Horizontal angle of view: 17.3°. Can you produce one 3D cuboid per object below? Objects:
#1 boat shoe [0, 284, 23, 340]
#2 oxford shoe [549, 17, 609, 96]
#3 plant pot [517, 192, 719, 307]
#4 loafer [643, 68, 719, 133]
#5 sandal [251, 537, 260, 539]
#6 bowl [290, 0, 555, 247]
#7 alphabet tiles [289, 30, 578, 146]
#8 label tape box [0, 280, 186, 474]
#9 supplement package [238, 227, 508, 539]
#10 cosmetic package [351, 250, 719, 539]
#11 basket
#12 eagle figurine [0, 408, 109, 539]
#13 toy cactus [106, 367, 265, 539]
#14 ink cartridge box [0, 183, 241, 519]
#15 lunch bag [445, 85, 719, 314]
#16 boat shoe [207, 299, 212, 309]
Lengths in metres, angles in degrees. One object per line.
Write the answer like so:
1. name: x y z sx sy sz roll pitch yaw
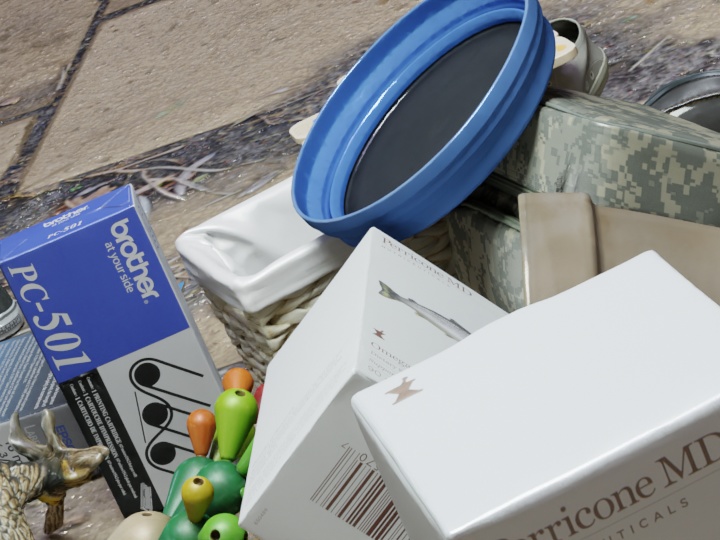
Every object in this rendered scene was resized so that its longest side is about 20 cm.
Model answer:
1. boat shoe: -0.351 0.022 1.952 0.199 0.057 0.069 2 33 45
2. oxford shoe: 0.123 -0.108 1.644 0.075 0.058 0.200 -16 32 32
3. plant pot: 0.173 0.055 1.253 0.173 0.201 0.200 -2 25 4
4. loafer: 0.205 -0.079 1.638 0.199 0.073 0.072 -24 24 25
5. sandal: -0.096 0.232 1.270 0.211 0.078 0.070 -36 57 -13
6. bowl: 0.040 -0.098 1.467 0.200 0.039 0.201 -38 27 23
7. alphabet tiles: 0.048 -0.127 1.643 0.195 0.015 0.200 -25 21 -5
8. label tape box: -0.212 0.092 1.659 0.199 0.063 0.144 -17 23 14
9. supplement package: 0.017 0.083 1.329 0.117 0.117 0.200 -54 11 20
10. cosmetic package: 0.121 0.131 1.081 0.167 0.201 0.166 -26 23 -5
11. basket: 0.000 0.000 1.584 0.199 0.124 0.135 -28 23 -14
12. eagle figurine: -0.241 0.168 1.431 0.151 0.152 0.200 18 41 39
13. toy cactus: -0.094 0.149 1.420 0.165 0.102 0.200 -39 23 10
14. ink cartridge box: -0.147 0.055 1.501 0.094 0.201 0.044 -23 23 0
15. lunch bag: 0.143 -0.016 1.450 0.139 0.169 0.200 8 10 -24
16. boat shoe: -0.030 -0.035 1.757 0.199 0.070 0.071 -24 21 -4
